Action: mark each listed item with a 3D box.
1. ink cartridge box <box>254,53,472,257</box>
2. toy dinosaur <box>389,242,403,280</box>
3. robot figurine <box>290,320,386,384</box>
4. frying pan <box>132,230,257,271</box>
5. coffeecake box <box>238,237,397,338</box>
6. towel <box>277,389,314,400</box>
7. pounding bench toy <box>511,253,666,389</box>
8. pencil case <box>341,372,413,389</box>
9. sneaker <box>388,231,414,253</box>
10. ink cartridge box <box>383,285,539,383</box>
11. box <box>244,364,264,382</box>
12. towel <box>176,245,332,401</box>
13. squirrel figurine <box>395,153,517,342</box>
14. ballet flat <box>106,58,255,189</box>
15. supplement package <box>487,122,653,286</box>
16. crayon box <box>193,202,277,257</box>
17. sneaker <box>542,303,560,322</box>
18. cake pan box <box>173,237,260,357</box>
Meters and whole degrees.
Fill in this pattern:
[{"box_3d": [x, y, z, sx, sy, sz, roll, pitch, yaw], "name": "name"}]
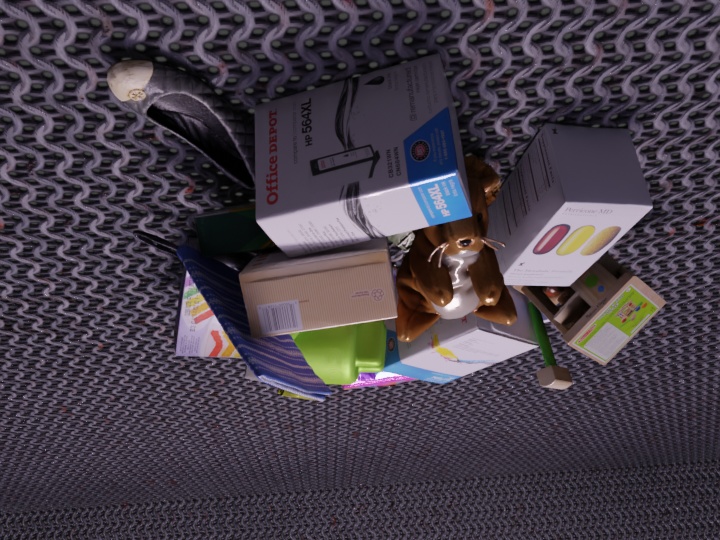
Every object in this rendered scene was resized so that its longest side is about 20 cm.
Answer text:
[{"box_3d": [-0.001, -0.111, 0.694, 0.199, 0.147, 0.084, -12, 152, 14], "name": "ink cartridge box"}, {"box_3d": [0.000, 0.000, 1.000, 0.199, 0.105, 0.182, 12, 164, 3], "name": "toy dinosaur"}, {"box_3d": [-0.066, 0.096, 0.951, 0.199, 0.116, 0.176, 2, 163, 8], "name": "robot figurine"}, {"box_3d": [-0.185, -0.007, 0.891, 0.115, 0.031, 0.190, -21, 138, 30], "name": "frying pan"}, {"box_3d": [-0.040, 0.004, 0.793, 0.153, 0.073, 0.200, -9, -168, 3], "name": "coffeecake box"}, {"box_3d": [-0.063, 0.115, 1.120, 0.086, 0.201, 0.018, 17, -172, -37], "name": "towel"}, {"box_3d": [0.294, 0.053, 1.005, 0.124, 0.156, 0.200, 25, 110, -44], "name": "pounding bench toy"}, {"box_3d": [0.054, 0.165, 1.245, 0.199, 0.089, 0.088, -7, 153, 4], "name": "pencil case"}, {"box_3d": [0.102, -0.033, 0.929, 0.200, 0.090, 0.067, 11, 150, -28], "name": "sneaker"}, {"box_3d": [0.144, 0.070, 1.079, 0.146, 0.147, 0.200, 18, 146, -37], "name": "ink cartridge box"}, {"box_3d": [-0.130, 0.163, 1.227, 0.082, 0.069, 0.200, 7, 173, 14], "name": "box"}, {"box_3d": [-0.118, 0.056, 0.776, 0.024, 0.200, 0.145, -44, 148, 7], "name": "towel"}, {"box_3d": [0.100, -0.047, 0.787, 0.141, 0.201, 0.187, -4, 140, 7], "name": "squirrel figurine"}, {"box_3d": [-0.162, -0.146, 0.696, 0.066, 0.057, 0.200, -23, 148, 30], "name": "ballet flat"}, {"box_3d": [0.243, -0.073, 0.854, 0.113, 0.110, 0.200, 1, 153, -12], "name": "supplement package"}, {"box_3d": [-0.078, -0.061, 0.819, 0.199, 0.052, 0.126, -9, -172, 7], "name": "crayon box"}, {"box_3d": [0.270, 0.064, 1.173, 0.199, 0.070, 0.108, -23, 154, 19], "name": "sneaker"}, {"box_3d": [-0.168, 0.042, 1.008, 0.183, 0.052, 0.200, 4, 128, -20], "name": "cake pan box"}]
